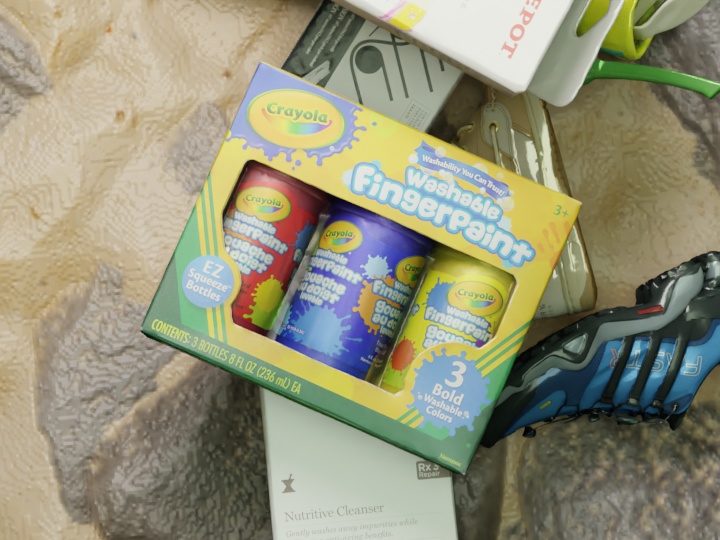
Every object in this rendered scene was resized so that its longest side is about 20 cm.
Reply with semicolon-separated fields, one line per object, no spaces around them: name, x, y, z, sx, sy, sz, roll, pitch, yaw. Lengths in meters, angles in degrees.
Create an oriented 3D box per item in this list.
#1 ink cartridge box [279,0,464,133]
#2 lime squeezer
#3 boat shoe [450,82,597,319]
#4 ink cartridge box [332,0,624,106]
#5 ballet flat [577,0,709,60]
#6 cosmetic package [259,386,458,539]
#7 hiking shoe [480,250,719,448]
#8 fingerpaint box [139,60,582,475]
ink cartridge box;0.043;-0.175;1.310;0.094;0.044;0.200;32;93;1
lime squeezer;0.125;-0.158;1.332;0.200;0.038;0.071;50;119;16
boat shoe;0.086;-0.065;1.341;0.069;0.074;0.201;-16;78;5
ink cartridge box;0.052;-0.184;1.224;0.200;0.125;0.129;29;94;0
ballet flat;0.211;-0.207;1.361;0.200;0.067;0.067;-48;51;-2
cosmetic package;-0.005;0.087;1.320;0.112;0.081;0.201;-7;86;-3
hiking shoe;0.158;0.064;1.334;0.200;0.074;0.087;-28;87;-5
fingerpaint box;0.000;0.000;1.251;0.199;0.073;0.167;25;85;0
